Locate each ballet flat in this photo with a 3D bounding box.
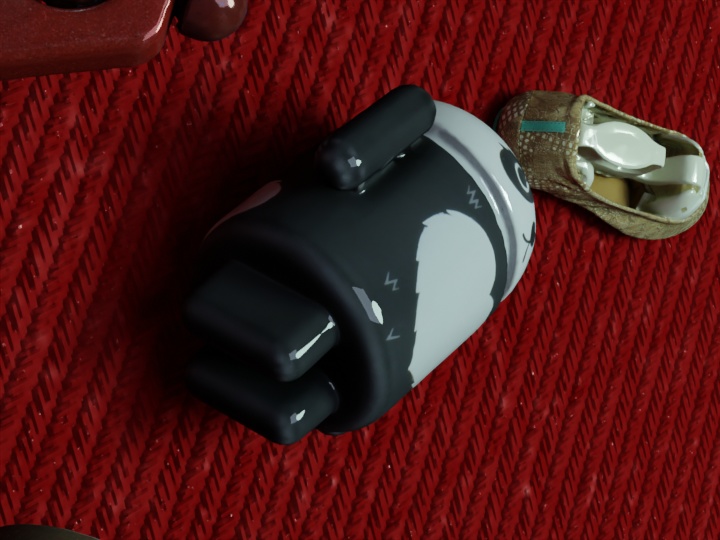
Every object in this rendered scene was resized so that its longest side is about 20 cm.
[{"bbox_3d":[0.159,-0.058,1.304,0.199,0.065,0.071,10,83,-46],"label":"ballet flat"}]

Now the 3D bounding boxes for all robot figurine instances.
[{"bbox_3d":[0.001,0.000,1.097,0.200,0.150,0.125,-40,94,-38],"label":"robot figurine"}]

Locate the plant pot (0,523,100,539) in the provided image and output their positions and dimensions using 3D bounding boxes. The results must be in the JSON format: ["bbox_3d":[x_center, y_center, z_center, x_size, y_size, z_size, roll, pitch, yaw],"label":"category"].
[{"bbox_3d":[-0.149,0.214,0.929,0.187,0.186,0.201,45,45,-36],"label":"plant pot"}]

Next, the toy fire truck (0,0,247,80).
[{"bbox_3d":[-0.114,-0.171,0.930,0.167,0.112,0.201,18,74,-2],"label":"toy fire truck"}]
